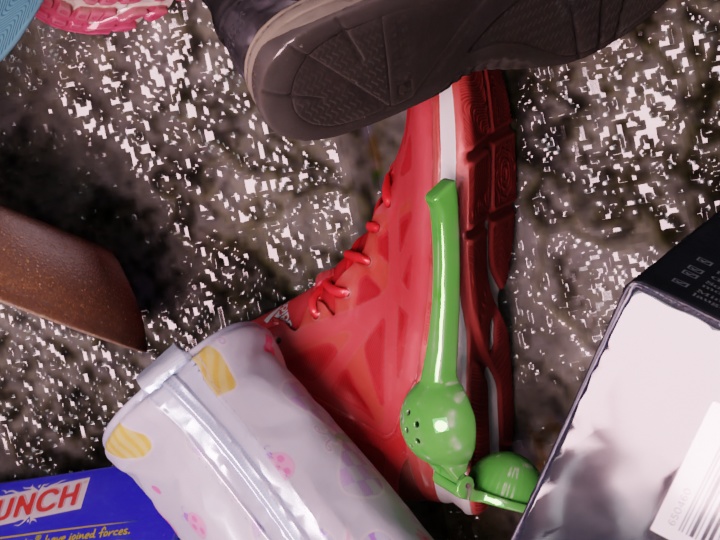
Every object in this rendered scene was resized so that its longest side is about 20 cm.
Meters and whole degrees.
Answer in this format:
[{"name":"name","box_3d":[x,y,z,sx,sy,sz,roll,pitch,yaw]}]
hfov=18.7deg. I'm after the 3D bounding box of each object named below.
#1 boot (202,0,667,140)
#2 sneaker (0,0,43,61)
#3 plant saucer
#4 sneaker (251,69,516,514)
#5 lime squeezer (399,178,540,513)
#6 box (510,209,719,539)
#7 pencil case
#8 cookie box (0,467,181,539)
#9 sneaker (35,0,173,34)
[{"name":"boot","box_3d":[0.017,-0.133,0.844,0.151,0.200,0.073,48,154,41]},{"name":"sneaker","box_3d":[-0.172,-0.153,0.837,0.131,0.080,0.200,41,90,26]},{"name":"plant saucer","box_3d":[-0.174,-0.019,0.892,0.200,0.200,0.037,21,87,15]},{"name":"sneaker","box_3d":[0.000,0.000,0.889,0.115,0.078,0.200,3,100,18]},{"name":"lime squeezer","box_3d":[0.055,0.063,0.851,0.038,0.071,0.200,-1,131,50]},{"name":"box","box_3d":[0.162,0.063,0.774,0.148,0.200,0.107,27,109,14]},{"name":"pencil case","box_3d":[-0.015,0.116,0.842,0.083,0.091,0.200,-42,75,13]},{"name":"cookie box","box_3d":[-0.145,0.180,0.898,0.171,0.200,0.075,-10,129,22]},{"name":"sneaker","box_3d":[-0.082,-0.188,0.892,0.075,0.081,0.200,44,114,38]}]
